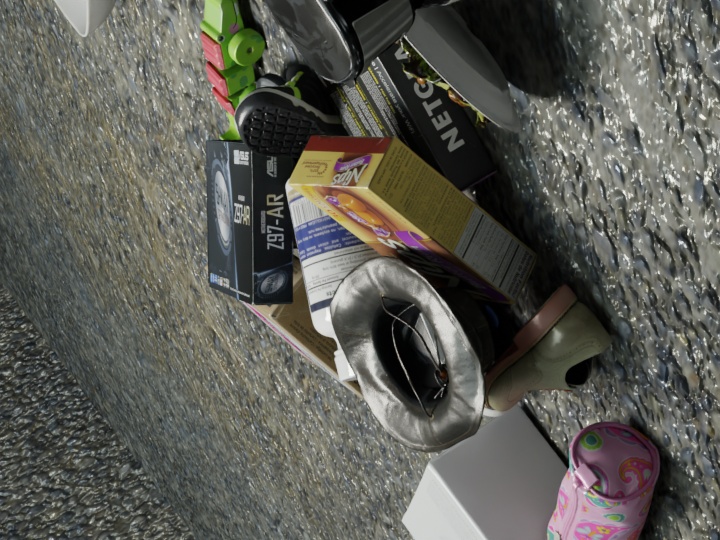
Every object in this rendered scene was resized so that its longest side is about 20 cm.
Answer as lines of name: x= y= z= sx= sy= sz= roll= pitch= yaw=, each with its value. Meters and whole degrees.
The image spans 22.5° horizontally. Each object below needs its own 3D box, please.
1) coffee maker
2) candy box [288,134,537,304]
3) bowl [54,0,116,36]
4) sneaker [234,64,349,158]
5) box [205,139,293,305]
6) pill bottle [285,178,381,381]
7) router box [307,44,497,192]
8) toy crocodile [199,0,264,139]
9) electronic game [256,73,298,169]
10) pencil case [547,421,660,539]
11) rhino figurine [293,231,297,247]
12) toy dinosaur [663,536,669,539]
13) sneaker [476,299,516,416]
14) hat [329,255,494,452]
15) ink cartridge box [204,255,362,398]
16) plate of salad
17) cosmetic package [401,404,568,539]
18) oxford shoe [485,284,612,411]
coffee maker: x=0.015 y=-0.255 z=1.269 sx=0.192 sy=0.200 sz=0.135 roll=53 pitch=160 yaw=16
candy box: x=0.047 y=-0.045 z=1.583 sx=0.200 sy=0.057 sz=0.116 roll=38 pitch=161 yaw=-35
bowl: x=-0.350 y=-0.405 z=2.172 sx=0.200 sy=0.075 sz=0.200 roll=54 pitch=162 yaw=13
sneaker: x=-0.064 y=-0.155 z=1.709 sx=0.200 sy=0.072 sz=0.083 roll=13 pitch=-127 yaw=-62
box: x=-0.115 y=-0.053 z=1.859 sx=0.200 sy=0.043 sz=0.161 roll=-162 pitch=71 yaw=-71
pill bottle: x=0.000 y=0.000 z=1.734 sx=0.111 sy=0.111 sz=0.201 roll=151 pitch=108 yaw=-72
router box: x=0.028 y=-0.152 z=1.630 sx=0.200 sy=0.051 sz=0.149 roll=60 pitch=160 yaw=-5
toy crocodile: x=-0.139 y=-0.218 z=1.942 sx=0.068 sy=0.062 sz=0.200 roll=44 pitch=157 yaw=36
electronic game: x=-0.045 y=-0.119 z=1.884 sx=0.200 sy=0.042 sz=0.200 roll=51 pitch=169 yaw=14
pencil case: x=0.220 y=0.215 z=1.668 sx=0.087 sy=0.087 sz=0.200 roll=50 pitch=159 yaw=23
rhino figurine: x=-0.078 y=-0.060 z=1.969 sx=0.088 sy=0.060 sz=0.200 roll=52 pitch=-179 yaw=-3
toy dinosaur: x=0.319 y=0.304 z=1.628 sx=0.200 sy=0.058 sz=0.101 roll=53 pitch=147 yaw=-8
sneaker: x=0.088 y=0.043 z=1.771 sx=0.200 sy=0.073 sz=0.112 roll=43 pitch=154 yaw=19
hat: x=0.064 y=0.062 z=1.615 sx=0.200 sy=0.081 sz=0.201 roll=33 pitch=137 yaw=37
ink cartridge box: x=-0.059 y=0.049 z=2.034 sx=0.200 sy=0.075 sz=0.165 roll=43 pitch=173 yaw=-36
plate of salad: x=0.051 y=-0.177 z=1.405 sx=0.200 sy=0.048 sz=0.200 roll=44 pitch=-164 yaw=-16
cosmetic package: x=0.158 y=0.274 z=1.858 sx=0.200 sy=0.123 sz=0.200 roll=53 pitch=162 yaw=15
oxford shoe: x=0.162 y=0.089 z=1.621 sx=0.074 sy=0.071 sz=0.200 roll=41 pitch=152 yaw=7
